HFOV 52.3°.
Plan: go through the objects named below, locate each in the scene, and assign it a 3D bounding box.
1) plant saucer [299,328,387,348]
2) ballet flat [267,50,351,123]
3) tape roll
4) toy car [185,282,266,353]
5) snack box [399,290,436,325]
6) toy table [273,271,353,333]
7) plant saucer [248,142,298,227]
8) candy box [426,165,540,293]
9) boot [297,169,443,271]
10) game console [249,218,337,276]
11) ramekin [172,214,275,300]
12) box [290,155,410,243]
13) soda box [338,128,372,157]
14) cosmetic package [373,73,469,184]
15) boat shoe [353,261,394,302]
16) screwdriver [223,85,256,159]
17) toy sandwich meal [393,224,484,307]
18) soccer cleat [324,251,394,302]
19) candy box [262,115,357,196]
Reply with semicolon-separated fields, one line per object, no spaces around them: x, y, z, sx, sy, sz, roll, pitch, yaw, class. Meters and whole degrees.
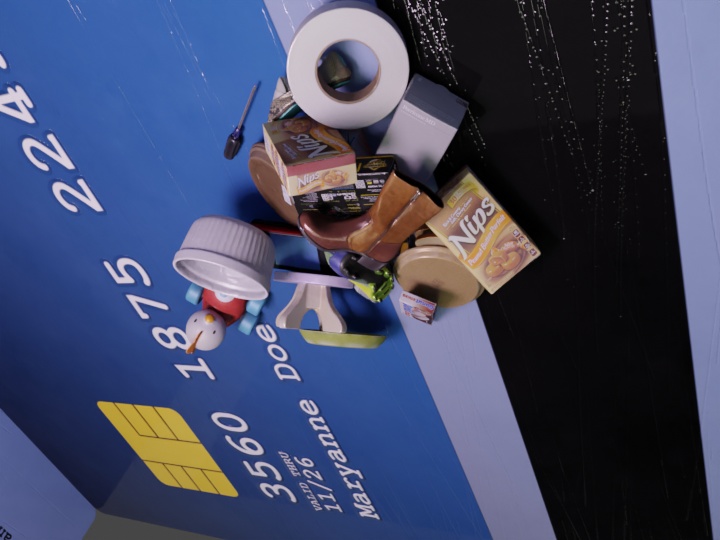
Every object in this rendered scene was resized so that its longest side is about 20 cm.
-0.039;0.152;1.622;0.196;0.032;0.200;5;176;0;plant saucer
-0.101;-0.318;1.270;0.198;0.068;0.076;-24;96;36;ballet flat
-0.021;-0.324;1.173;0.199;0.037;0.205;-1;128;-1;tape roll
-0.346;0.111;1.721;0.183;0.201;0.178;29;139;-2;toy car
0.116;0.077;1.484;0.071;0.025;0.200;23;172;8;snack box
-0.105;0.068;1.566;0.182;0.119;0.198;9;175;-42;toy table
-0.151;-0.156;1.413;0.199;0.029;0.201;40;158;20;plant saucer
0.209;-0.070;1.293;0.115;0.055;0.200;-41;108;14;candy box
0.011;-0.093;1.216;0.187;0.069;0.200;30;137;-12;boot
-0.158;-0.041;1.523;0.197;0.119;0.175;8;128;23;game console
-0.262;-0.028;1.456;0.197;0.107;0.201;14;161;5;ramekin
-0.019;-0.120;1.286;0.197;0.050;0.161;0;137;22;box
-0.001;-0.158;1.358;0.063;0.069;0.202;-1;130;30;soda box
0.091;-0.215;1.238;0.106;0.091;0.201;26;142;-1;cosmetic package
0.042;-0.004;1.482;0.071;0.070;0.202;40;147;14;boat shoe
-0.226;-0.283;1.397;0.028;0.029;0.201;32;135;-4;screwdriver
0.155;-0.007;1.430;0.202;0.071;0.207;11;144;8;toy sandwich meal
0.000;-0.001;1.387;0.083;0.065;0.200;36;179;35;soccer cleat
-0.087;-0.196;1.213;0.114;0.201;0.056;-13;124;-12;candy box
